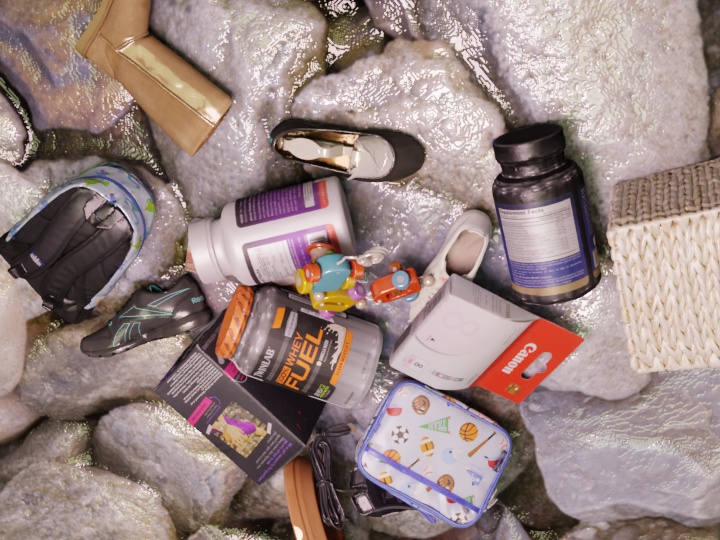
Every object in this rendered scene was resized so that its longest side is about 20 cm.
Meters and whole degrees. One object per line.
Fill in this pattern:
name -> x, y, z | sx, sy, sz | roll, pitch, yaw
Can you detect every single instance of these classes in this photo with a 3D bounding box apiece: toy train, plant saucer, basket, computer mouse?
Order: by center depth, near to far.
basket -> 0.383, -0.009, 1.147 | 0.160, 0.200, 0.200 | -8, 109, 20
toy train -> 0.000, 0.000, 1.205 | 0.149, 0.200, 0.056 | -21, 68, 11
plant saucer -> -0.057, 0.349, 1.370 | 0.037, 0.200, 0.201 | -19, 107, 4
computer mouse -> 0.011, 0.281, 1.380 | 0.046, 0.199, 0.141 | -41, 60, 49

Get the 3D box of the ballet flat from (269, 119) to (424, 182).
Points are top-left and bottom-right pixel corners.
ballet flat -> -0.021, -0.144, 1.237 | 0.198, 0.068, 0.069 | 8, 108, 7

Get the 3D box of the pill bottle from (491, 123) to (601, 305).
pill bottle -> 0.222, -0.069, 1.197 | 0.111, 0.112, 0.201 | -10, 108, 14

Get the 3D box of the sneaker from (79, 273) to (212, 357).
sneaker -> -0.306, 0.066, 1.383 | 0.199, 0.075, 0.080 | -18, 94, 10

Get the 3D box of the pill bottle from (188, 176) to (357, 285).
pill bottle -> -0.111, -0.044, 1.254 | 0.198, 0.112, 0.112 | -13, 109, 4

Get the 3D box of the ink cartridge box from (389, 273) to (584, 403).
ink cartridge box -> 0.160, 0.105, 1.269 | 0.199, 0.057, 0.163 | 29, 132, -8

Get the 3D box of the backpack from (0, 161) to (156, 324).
backpack -> -0.362, -0.052, 1.312 | 0.163, 0.154, 0.200 | 45, 134, -6

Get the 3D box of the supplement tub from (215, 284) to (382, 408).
supplement tub -> -0.081, 0.096, 1.293 | 0.199, 0.123, 0.123 | 19, 114, -12

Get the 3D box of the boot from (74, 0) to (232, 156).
boot -> -0.239, -0.270, 1.237 | 0.200, 0.066, 0.175 | 41, 125, -5

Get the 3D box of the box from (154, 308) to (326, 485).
box -> -0.161, 0.172, 1.358 | 0.200, 0.122, 0.106 | 44, 115, -8

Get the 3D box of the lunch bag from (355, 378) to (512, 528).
lunch bag -> 0.100, 0.250, 1.332 | 0.199, 0.076, 0.161 | 30, 83, -3

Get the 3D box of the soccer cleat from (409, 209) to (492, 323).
soccer cleat -> 0.111, 0.014, 1.269 | 0.069, 0.078, 0.201 | 23, 114, 1

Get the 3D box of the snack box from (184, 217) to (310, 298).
snack box -> -0.137, -0.013, 1.334 | 0.199, 0.024, 0.072 | 14, 110, 5
